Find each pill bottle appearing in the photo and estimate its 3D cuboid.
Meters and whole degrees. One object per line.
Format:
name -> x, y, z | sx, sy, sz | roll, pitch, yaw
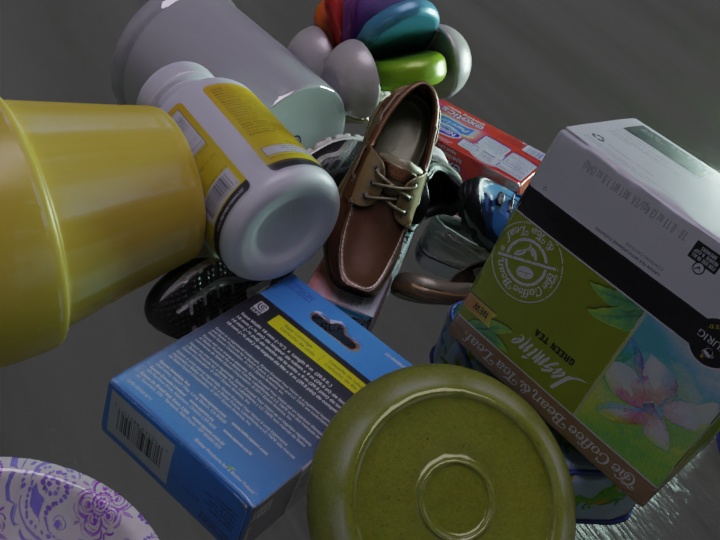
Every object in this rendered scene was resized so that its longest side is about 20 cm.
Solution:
pill bottle -> -0.113, -0.093, 0.738 | 0.111, 0.113, 0.200 | -13, 48, -37

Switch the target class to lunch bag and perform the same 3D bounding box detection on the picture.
lunch bag -> 0.152, 0.118, 0.734 | 0.159, 0.083, 0.201 | 5, 38, -17

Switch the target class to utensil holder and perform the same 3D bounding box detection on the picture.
utensil holder -> -0.137, -0.179, 0.916 | 0.200, 0.171, 0.169 | 41, 41, 24

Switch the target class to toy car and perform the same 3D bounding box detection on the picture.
toy car -> 0.018, -0.265, 0.963 | 0.174, 0.151, 0.200 | -17, 31, -26

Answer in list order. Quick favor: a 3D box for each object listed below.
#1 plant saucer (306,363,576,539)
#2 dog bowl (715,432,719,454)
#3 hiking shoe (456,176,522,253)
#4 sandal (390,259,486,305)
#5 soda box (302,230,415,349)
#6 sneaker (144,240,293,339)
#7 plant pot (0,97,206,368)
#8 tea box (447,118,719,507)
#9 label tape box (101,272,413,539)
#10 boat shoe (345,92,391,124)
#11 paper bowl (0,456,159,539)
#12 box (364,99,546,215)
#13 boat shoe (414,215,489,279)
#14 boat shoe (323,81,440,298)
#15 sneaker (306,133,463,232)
plant saucer -> 0.063, 0.160, 0.596 | 0.198, 0.031, 0.202 | 4, 71, -11
dog bowl -> 0.442, 0.167, 0.806 | 0.198, 0.079, 0.201 | 13, 36, -9
hiking shoe -> 0.184, -0.043, 0.849 | 0.199, 0.087, 0.075 | 29, 54, -26
sandal -> 0.117, 0.012, 0.831 | 0.199, 0.055, 0.080 | 10, -8, -32
soda box -> 0.000, 0.000, 0.833 | 0.068, 0.064, 0.200 | 22, 37, 4
sneaker -> -0.131, 0.000, 0.781 | 0.079, 0.074, 0.200 | 17, 29, 23
plant pot -> -0.230, -0.047, 0.657 | 0.188, 0.202, 0.201 | -19, 50, -32
tea box -> 0.208, 0.023, 0.647 | 0.200, 0.198, 0.133 | 41, 35, 26
label tape box -> -0.073, 0.100, 0.669 | 0.144, 0.064, 0.200 | 36, 40, 20
boat shoe -> -0.051, -0.215, 1.077 | 0.199, 0.065, 0.073 | -1, 81, -33
paper bowl -> -0.197, 0.206, 0.442 | 0.199, 0.105, 0.201 | 13, 36, -10
box -> 0.106, -0.125, 1.014 | 0.199, 0.096, 0.100 | 32, 38, 17
boat shoe -> 0.160, -0.013, 0.920 | 0.198, 0.066, 0.074 | 11, 36, -12
boat shoe -> 0.021, -0.078, 0.753 | 0.075, 0.074, 0.201 | 18, 73, -9
sneaker -> 0.024, -0.080, 0.830 | 0.199, 0.074, 0.087 | -5, 35, -36
